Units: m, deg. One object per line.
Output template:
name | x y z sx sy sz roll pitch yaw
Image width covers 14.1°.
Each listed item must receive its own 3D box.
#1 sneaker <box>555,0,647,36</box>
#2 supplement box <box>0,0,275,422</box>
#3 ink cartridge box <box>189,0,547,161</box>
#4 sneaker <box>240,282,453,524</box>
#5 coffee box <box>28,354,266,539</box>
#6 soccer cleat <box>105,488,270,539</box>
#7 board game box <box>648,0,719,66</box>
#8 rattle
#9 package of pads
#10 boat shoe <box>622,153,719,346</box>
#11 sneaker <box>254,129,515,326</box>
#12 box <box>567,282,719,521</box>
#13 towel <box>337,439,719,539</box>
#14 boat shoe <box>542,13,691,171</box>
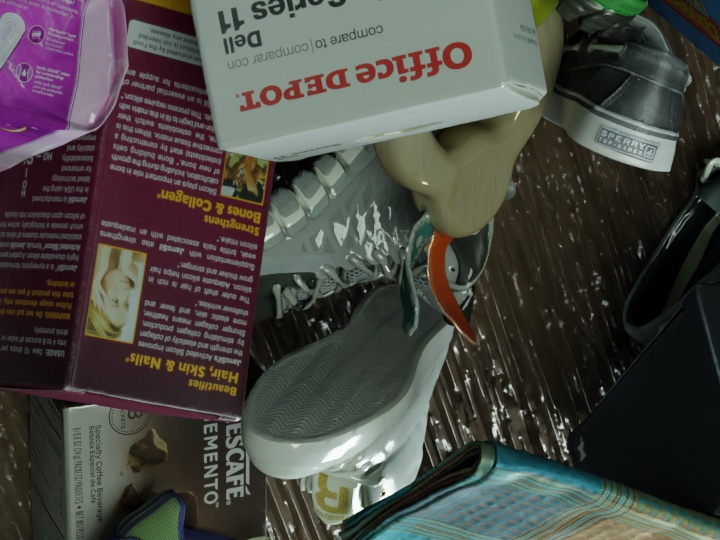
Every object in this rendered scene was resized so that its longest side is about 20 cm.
sneaker | 0.120 -0.217 1.431 0.078 0.201 0.085 10 145 -44
supplement box | -0.111 -0.034 1.420 0.110 0.085 0.201 12 83 -41
ink cartridge box | -0.007 -0.161 1.340 0.146 0.083 0.201 -12 86 16
sneaker | -0.007 0.094 1.534 0.200 0.073 0.116 -37 142 -58
coffee box | -0.113 0.134 1.556 0.112 0.080 0.201 -7 116 -19
soccer cleat | -0.056 0.186 1.521 0.200 0.065 0.084 41 86 -34
board game box | 0.231 -0.190 1.474 0.195 0.200 0.056 -25 124 -9
rattle | 0.016 -0.078 1.463 0.130 0.142 0.201 -41 145 -53
package of pads | -0.201 -0.092 1.350 0.120 0.200 0.076 13 77 -28
boat shoe | 0.214 -0.035 1.616 0.062 0.073 0.201 19 110 -32
sneaker | 0.000 0.000 1.506 0.200 0.075 0.116 -42 86 -7
box | 0.248 0.095 1.610 0.199 0.118 0.197 -3 154 -20
towel | 0.108 0.147 1.537 0.199 0.022 0.147 21 147 -24
boat shoe | 0.130 -0.099 1.483 0.071 0.200 0.068 19 98 -4
